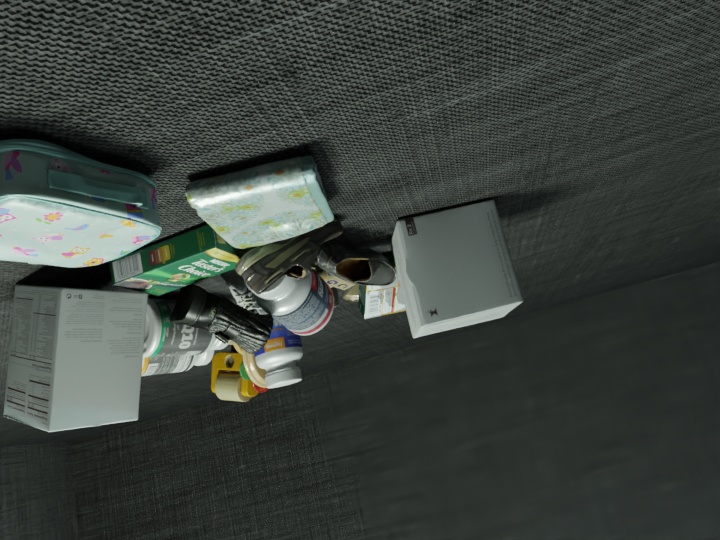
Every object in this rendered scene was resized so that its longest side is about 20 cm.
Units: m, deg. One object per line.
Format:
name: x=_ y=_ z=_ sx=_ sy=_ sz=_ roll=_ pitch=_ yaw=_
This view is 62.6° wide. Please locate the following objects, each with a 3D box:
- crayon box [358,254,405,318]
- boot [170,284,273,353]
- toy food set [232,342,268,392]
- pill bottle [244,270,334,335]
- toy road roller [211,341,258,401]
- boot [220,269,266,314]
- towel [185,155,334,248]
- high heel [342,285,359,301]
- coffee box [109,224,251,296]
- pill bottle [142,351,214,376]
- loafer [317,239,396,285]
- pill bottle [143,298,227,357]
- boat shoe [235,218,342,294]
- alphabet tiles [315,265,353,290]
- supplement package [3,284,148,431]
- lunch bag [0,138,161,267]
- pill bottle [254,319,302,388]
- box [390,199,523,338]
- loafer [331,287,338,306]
crayon box: x=0.094 y=0.026 z=1.309 sx=0.194 sy=0.052 sz=0.129 roll=-9 pitch=126 yaw=-16
boot: x=-0.255 y=0.086 z=1.073 sx=0.155 sy=0.081 sz=0.210 roll=24 pitch=174 yaw=-26
toy food set: x=-0.231 y=0.189 z=1.447 sx=0.047 sy=0.204 sz=0.199 roll=-3 pitch=-168 yaw=29
pill bottle: x=-0.132 y=0.035 z=1.095 sx=0.116 sy=0.123 sz=0.200 roll=-16 pitch=154 yaw=11
toy road roller: x=-0.289 y=0.227 z=1.511 sx=0.120 sy=0.207 sz=0.145 roll=-2 pitch=170 yaw=31
boot: x=-0.210 y=0.046 z=1.133 sx=0.071 sy=0.098 sz=0.200 roll=-15 pitch=165 yaw=6
towel: x=-0.128 y=-0.088 z=0.818 sx=0.166 sy=0.049 sz=0.200 roll=-15 pitch=165 yaw=1
high heel: x=0.053 y=0.046 z=1.421 sx=0.195 sy=0.073 sz=0.143 roll=-22 pitch=161 yaw=-4
coffee box: x=-0.284 y=-0.014 z=0.948 sx=0.195 sy=0.045 sz=0.123 roll=-18 pitch=165 yaw=14
pill bottle: x=-0.441 y=0.175 z=1.351 sx=0.115 sy=0.120 sz=0.197 roll=-25 pitch=162 yaw=38
loafer: x=0.000 y=0.000 z=1.108 sx=0.196 sy=0.072 sz=0.074 roll=13 pitch=111 yaw=-40
pill bottle: x=-0.365 y=0.117 z=1.214 sx=0.111 sy=0.116 sz=0.198 roll=-23 pitch=163 yaw=33
boat shoe: x=-0.106 y=-0.021 z=0.960 sx=0.197 sy=0.075 sz=0.074 roll=-28 pitch=177 yaw=-27
alphabet tiles: x=-0.073 y=0.000 z=1.183 sx=0.197 sy=0.007 sz=0.165 roll=18 pitch=147 yaw=-40
supplement package: x=-0.450 y=0.132 z=0.941 sx=0.147 sy=0.207 sz=0.150 roll=1 pitch=176 yaw=34
lunch bag: x=-0.325 y=-0.068 z=0.649 sx=0.158 sy=0.079 sz=0.198 roll=-24 pitch=163 yaw=29
pill bottle: x=-0.191 y=0.155 z=1.340 sx=0.109 sy=0.206 sz=0.112 roll=-13 pitch=166 yaw=-3
box: x=0.173 y=0.000 z=1.115 sx=0.194 sy=0.205 sz=0.131 roll=-12 pitch=166 yaw=-5
loafer: x=-0.110 y=0.060 z=1.342 sx=0.061 sy=0.074 sz=0.199 roll=-11 pitch=170 yaw=19
